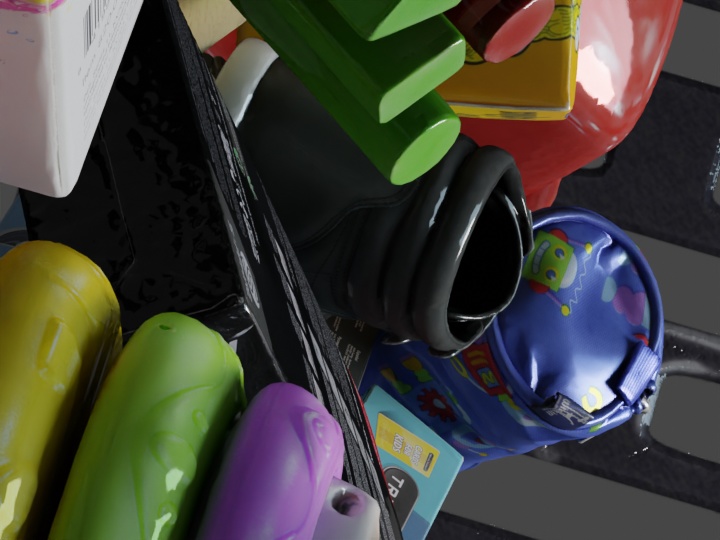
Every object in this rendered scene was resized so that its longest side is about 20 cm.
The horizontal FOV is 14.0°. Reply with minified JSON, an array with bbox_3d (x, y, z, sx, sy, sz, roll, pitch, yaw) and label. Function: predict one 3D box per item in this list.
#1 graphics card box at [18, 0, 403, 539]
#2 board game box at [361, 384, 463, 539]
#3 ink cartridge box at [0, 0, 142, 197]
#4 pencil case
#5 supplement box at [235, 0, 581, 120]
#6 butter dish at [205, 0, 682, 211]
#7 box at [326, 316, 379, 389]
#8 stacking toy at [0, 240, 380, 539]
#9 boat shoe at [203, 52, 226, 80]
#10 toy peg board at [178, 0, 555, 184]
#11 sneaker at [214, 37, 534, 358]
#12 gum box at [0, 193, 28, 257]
[{"bbox_3d":[-0.034,0.027,0.753,0.200,0.051,0.126,68,4,-51],"label":"graphics card box"},{"bbox_3d":[-0.056,0.152,1.069,0.200,0.047,0.151,-46,-172,37],"label":"board game box"},{"bbox_3d":[-0.061,-0.108,0.469,0.200,0.067,0.118,101,6,-67],"label":"ink cartridge box"},{"bbox_3d":[0.044,0.037,1.105,0.078,0.087,0.200,-47,-172,-25],"label":"pencil case"},{"bbox_3d":[0.022,-0.152,0.962,0.109,0.109,0.201,-26,119,-86],"label":"supplement box"},{"bbox_3d":[0.061,-0.129,1.103,0.147,0.200,0.200,-9,-125,46],"label":"butter dish"},{"bbox_3d":[-0.051,0.049,1.120,0.160,0.043,0.200,-47,-167,33],"label":"box"},{"bbox_3d":[-0.038,0.043,0.433,0.110,0.199,0.117,95,11,-72],"label":"stacking toy"},{"bbox_3d":[-0.055,-0.034,0.975,0.201,0.063,0.074,91,16,-79],"label":"boat shoe"},{"bbox_3d":[0.034,-0.128,0.743,0.199,0.098,0.200,-37,161,-11],"label":"toy peg board"},{"bbox_3d":[0.000,0.000,0.911,0.071,0.099,0.200,-62,172,-16],"label":"sneaker"},{"bbox_3d":[-0.107,0.086,0.849,0.170,0.044,0.201,-68,173,-60],"label":"gum box"}]
